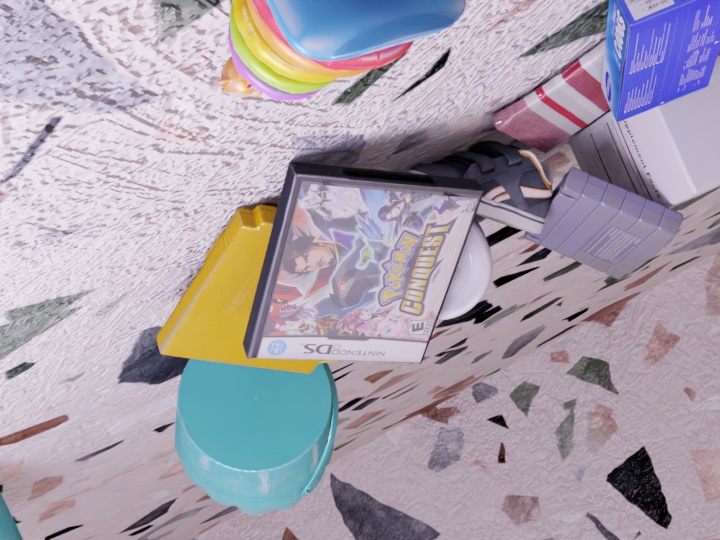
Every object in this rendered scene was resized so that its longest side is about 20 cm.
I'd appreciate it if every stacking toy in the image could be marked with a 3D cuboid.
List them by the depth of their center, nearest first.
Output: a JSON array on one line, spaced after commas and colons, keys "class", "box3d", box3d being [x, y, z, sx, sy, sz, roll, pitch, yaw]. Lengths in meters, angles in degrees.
[{"class": "stacking toy", "box3d": [-0.039, -0.142, 0.661, 0.115, 0.111, 0.200, -21, 176, -30]}]

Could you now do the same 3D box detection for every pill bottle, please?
[{"class": "pill bottle", "box3d": [0.082, -0.015, 1.203, 0.108, 0.109, 0.200, -28, -176, 8]}]

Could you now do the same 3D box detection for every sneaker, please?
[{"class": "sneaker", "box3d": [0.120, -0.094, 1.139, 0.199, 0.078, 0.080, 12, 98, -48]}]

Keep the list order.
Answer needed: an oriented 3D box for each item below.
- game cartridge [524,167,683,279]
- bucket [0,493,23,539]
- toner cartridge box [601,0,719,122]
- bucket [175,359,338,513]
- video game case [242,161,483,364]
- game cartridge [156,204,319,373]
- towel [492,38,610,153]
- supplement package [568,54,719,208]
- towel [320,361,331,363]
[{"class": "game cartridge", "box3d": [0.258, -0.048, 1.231, 0.129, 0.039, 0.200, 19, 166, 0]}, {"class": "bucket", "box3d": [-0.510, 0.335, 1.378, 0.206, 0.136, 0.207, -26, 165, -7]}, {"class": "toner cartridge box", "box3d": [0.264, -0.201, 0.996, 0.094, 0.044, 0.200, -20, 163, 3]}, {"class": "bucket", "box3d": [-0.123, 0.171, 1.349, 0.206, 0.208, 0.135, -22, 158, -16]}, {"class": "video game case", "box3d": [0.000, 0.000, 1.040, 0.179, 0.026, 0.201, 4, 124, -21]}, {"class": "game cartridge", "box3d": [-0.078, 0.022, 1.099, 0.175, 0.033, 0.200, 11, 133, -32]}, {"class": "towel", "box3d": [0.232, -0.188, 1.109, 0.199, 0.023, 0.144, -34, 162, 21]}, {"class": "supplement package", "box3d": [0.329, -0.132, 1.209, 0.120, 0.121, 0.200, -22, 176, -16]}, {"class": "towel", "box3d": [-0.086, 0.060, 1.209, 0.086, 0.018, 0.199, -11, 153, 38]}]
